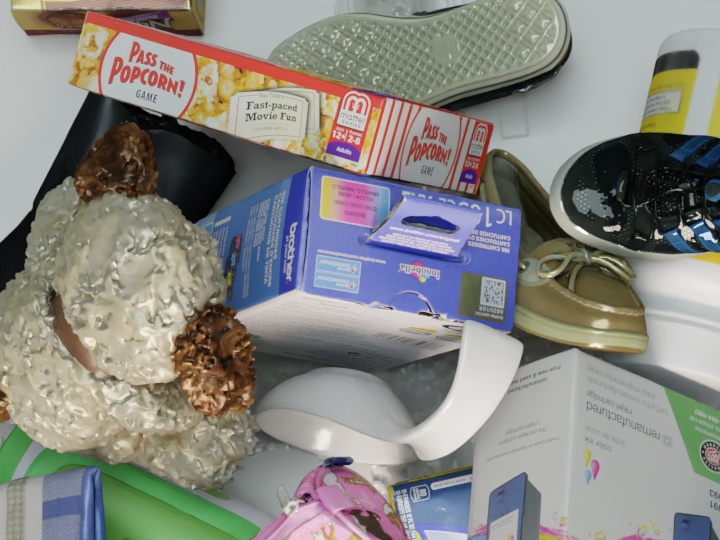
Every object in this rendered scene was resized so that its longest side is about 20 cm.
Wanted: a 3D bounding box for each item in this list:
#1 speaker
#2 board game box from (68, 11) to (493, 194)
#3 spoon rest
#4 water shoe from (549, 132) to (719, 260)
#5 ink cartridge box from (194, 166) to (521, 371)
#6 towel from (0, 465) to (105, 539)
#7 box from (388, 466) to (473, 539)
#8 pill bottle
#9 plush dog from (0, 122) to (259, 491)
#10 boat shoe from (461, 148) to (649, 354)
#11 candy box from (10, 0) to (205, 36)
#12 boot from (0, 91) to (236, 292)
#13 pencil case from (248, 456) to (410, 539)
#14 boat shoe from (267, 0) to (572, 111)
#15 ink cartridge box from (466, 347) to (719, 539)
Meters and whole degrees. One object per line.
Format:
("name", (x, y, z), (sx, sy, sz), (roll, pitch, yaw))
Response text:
("speaker", (-0.119, 0.158, 1.685), (0.199, 0.088, 0.089), (24, 80, 11))
("board game box", (-0.044, -0.095, 1.664), (0.199, 0.151, 0.047), (17, 94, 26))
("spoon rest", (0.013, 0.081, 1.638), (0.099, 0.200, 0.061), (24, 63, -27))
("water shoe", (0.203, -0.046, 1.582), (0.198, 0.079, 0.072), (3, 77, 4))
("ink cartridge box", (0.000, 0.000, 1.629), (0.136, 0.200, 0.077), (11, 78, -25))
("towel", (-0.206, 0.194, 1.639), (0.199, 0.024, 0.148), (-16, 71, 46))
("box", (0.067, 0.218, 1.648), (0.064, 0.070, 0.201), (-12, 76, 0))
("pill bottle", (0.207, -0.029, 1.677), (0.113, 0.114, 0.201), (13, 78, 9))
("plush dog", (-0.135, 0.023, 1.572), (0.160, 0.172, 0.201), (-19, 71, -40))
("boat shoe", (0.108, -0.009, 1.650), (0.073, 0.201, 0.064), (8, 108, -21))
("candy box", (-0.152, -0.248, 1.800), (0.116, 0.056, 0.202), (0, 78, 6))
("boot", (-0.123, -0.001, 1.726), (0.200, 0.076, 0.169), (34, 86, 19))
("pencil case", (-0.062, 0.191, 1.587), (0.200, 0.083, 0.087), (-42, 89, 16))
("boat shoe", (0.037, -0.124, 1.748), (0.199, 0.062, 0.075), (-12, 80, 19))
("ink cartridge box", (0.135, 0.164, 1.599), (0.145, 0.087, 0.201), (24, 62, -33))
